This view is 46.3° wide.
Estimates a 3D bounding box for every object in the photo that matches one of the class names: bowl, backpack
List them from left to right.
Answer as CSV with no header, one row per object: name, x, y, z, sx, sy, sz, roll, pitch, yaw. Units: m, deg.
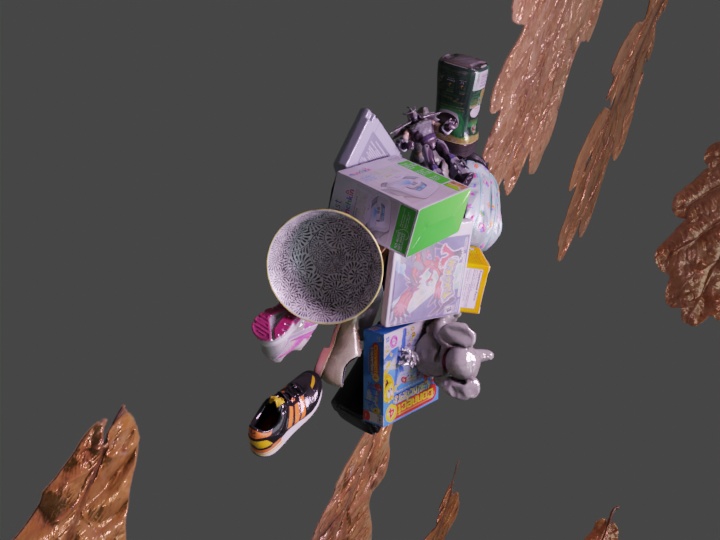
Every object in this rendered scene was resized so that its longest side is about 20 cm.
bowl,-0.056,-0.018,1.446,0.094,0.198,0.203,-71,173,-71
backpack,0.232,-0.138,1.832,0.167,0.125,0.202,118,-22,-49

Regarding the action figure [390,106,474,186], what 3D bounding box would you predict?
action figure,0.140,-0.240,1.631,0.129,0.201,0.069,-27,162,-6

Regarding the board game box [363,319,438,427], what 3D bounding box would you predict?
board game box,0.088,0.199,1.757,0.199,0.055,0.198,-17,111,-48

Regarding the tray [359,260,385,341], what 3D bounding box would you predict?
tray,0.018,0.051,1.791,0.107,0.022,0.202,17,94,-64

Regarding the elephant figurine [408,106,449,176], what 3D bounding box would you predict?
elephant figurine,0.137,-0.199,1.728,0.155,0.140,0.202,124,-15,-61

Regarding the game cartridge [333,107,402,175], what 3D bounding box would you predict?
game cartridge,0.014,-0.200,1.576,0.135,0.040,0.200,-67,155,-11

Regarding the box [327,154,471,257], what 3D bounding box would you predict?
box,0.070,-0.119,1.504,0.199,0.175,0.098,-24,136,-52

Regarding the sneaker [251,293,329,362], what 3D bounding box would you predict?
sneaker,-0.117,0.088,1.503,0.200,0.081,0.089,-37,145,-37

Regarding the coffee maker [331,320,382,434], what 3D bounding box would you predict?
coffee maker,0.024,0.235,1.843,0.201,0.134,0.192,-59,138,-21

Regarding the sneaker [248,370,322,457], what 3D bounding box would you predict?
sneaker,-0.139,0.254,1.583,0.200,0.070,0.091,-49,152,-31

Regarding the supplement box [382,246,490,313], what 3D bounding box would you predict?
supplement box,0.152,0.008,1.741,0.110,0.198,0.110,-101,-160,-66

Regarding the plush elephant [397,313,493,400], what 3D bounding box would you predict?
plush elephant,0.194,0.173,1.711,0.199,0.154,0.167,-14,110,-49

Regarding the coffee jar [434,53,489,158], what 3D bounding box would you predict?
coffee jar,0.203,-0.341,1.758,0.085,0.104,0.202,-33,138,-46

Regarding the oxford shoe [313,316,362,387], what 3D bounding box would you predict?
oxford shoe,-0.022,0.139,1.705,0.202,0.073,0.071,-64,169,-1

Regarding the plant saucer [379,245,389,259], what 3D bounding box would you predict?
plant saucer,0.000,0.000,1.633,0.201,0.035,0.200,-51,176,-5

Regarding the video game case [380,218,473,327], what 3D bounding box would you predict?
video game case,0.129,0.004,1.624,0.181,0.023,0.202,-9,118,-30
